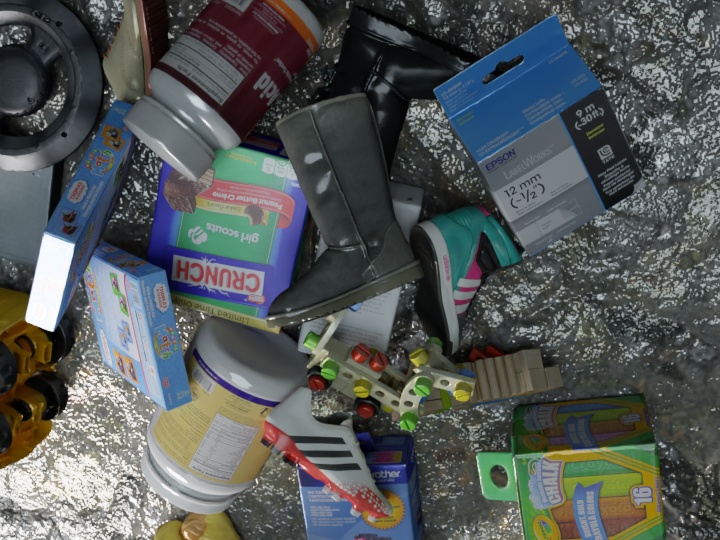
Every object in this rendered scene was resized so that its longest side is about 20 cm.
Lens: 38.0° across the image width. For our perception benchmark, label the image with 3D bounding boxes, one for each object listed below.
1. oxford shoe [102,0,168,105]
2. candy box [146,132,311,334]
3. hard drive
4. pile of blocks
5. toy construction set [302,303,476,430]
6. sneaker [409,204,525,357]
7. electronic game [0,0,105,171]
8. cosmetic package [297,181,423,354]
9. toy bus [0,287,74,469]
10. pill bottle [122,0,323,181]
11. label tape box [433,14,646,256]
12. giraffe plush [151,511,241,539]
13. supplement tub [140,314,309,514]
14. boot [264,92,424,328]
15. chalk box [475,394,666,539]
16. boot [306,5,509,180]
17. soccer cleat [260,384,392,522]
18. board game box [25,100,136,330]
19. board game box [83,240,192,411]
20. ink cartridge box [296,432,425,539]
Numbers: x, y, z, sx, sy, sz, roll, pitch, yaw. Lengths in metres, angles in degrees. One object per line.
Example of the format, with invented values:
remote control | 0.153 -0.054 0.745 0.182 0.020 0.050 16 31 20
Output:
oxford shoe | -0.246 -0.240 1.118 0.073 0.071 0.201 1 109 11
candy box | -0.143 -0.051 1.165 0.168 0.077 0.201 15 111 3
hard drive | -0.452 -0.093 1.219 0.199 0.033 0.140 14 111 4
pile of blocks | 0.127 0.123 1.201 0.199 0.082 0.062 -11 76 5
toy construction set | 0.017 0.090 1.107 0.200 0.092 0.131 42 134 -1
sneaker | 0.121 0.002 1.146 0.120 0.084 0.200 -26 141 -16
electronic game | -0.380 -0.210 1.156 0.199 0.042 0.201 1 98 5
cosmetic package | 0.000 0.000 1.164 0.101 0.071 0.201 14 111 2
toy bus | -0.460 0.112 1.250 0.191 0.136 0.201 18 114 16
pill bottle | -0.139 -0.196 1.055 0.114 0.114 0.200 39 83 -6
label tape box | 0.182 -0.131 1.048 0.143 0.066 0.200 -31 126 6
giraffe plush | -0.191 0.415 1.289 0.199 0.162 0.173 27 111 -1
supplement tub | -0.158 0.165 1.206 0.145 0.145 0.200 29 111 -2
boot | -0.042 -0.059 1.040 0.181 0.073 0.201 -22 92 -12
chalk box | 0.233 0.229 1.182 0.199 0.124 0.125 -8 108 11
boot | 0.041 -0.170 1.098 0.198 0.073 0.163 25 109 7
soccer cleat | -0.022 0.205 1.155 0.200 0.069 0.085 42 80 -25
board game box | -0.287 -0.059 1.090 0.036 0.201 0.151 21 138 -9
board game box | -0.256 0.056 1.169 0.036 0.200 0.152 -19 111 -30
ink cartridge box | 0.001 0.277 1.262 0.136 0.076 0.201 -4 107 10
